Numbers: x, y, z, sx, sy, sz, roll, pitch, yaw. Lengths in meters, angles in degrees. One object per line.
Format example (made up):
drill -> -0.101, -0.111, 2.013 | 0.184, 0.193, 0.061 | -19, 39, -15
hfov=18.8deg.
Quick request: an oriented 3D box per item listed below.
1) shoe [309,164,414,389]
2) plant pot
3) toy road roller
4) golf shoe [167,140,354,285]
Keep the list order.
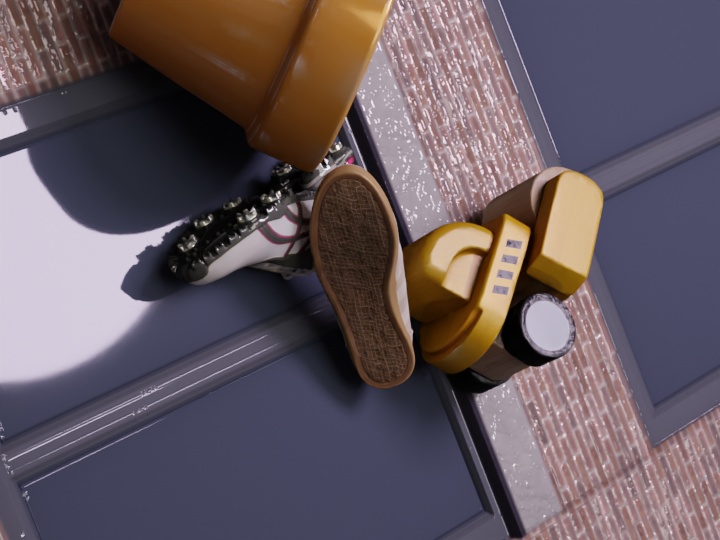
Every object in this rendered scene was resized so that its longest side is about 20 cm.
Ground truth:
shoe -> 0.000, 0.000, 1.715 | 0.053, 0.070, 0.200 | -100, 179, -59
plant pot -> -0.084, -0.200, 1.649 | 0.183, 0.200, 0.200 | 22, 61, -8
toy road roller -> 0.103, -0.007, 1.812 | 0.146, 0.123, 0.200 | 29, 60, -20
golf shoe -> -0.063, -0.026, 1.698 | 0.200, 0.077, 0.088 | -35, 111, -40
